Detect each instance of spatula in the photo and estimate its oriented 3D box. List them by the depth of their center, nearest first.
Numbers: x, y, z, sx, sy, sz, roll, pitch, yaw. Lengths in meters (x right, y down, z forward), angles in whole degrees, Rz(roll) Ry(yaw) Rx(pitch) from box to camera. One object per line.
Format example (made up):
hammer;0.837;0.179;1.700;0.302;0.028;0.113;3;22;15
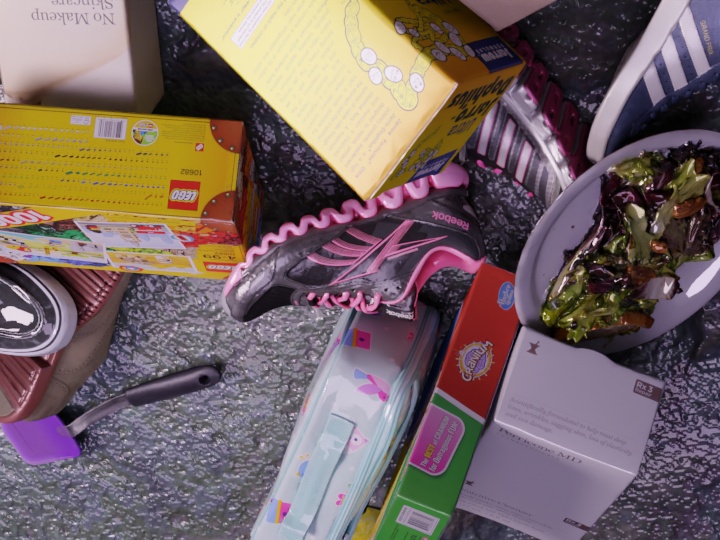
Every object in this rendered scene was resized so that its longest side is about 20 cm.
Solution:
spatula;-0.197;0.109;1.800;0.200;0.021;0.057;-21;120;19

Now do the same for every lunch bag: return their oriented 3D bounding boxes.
lunch bag;-0.010;0.121;1.690;0.077;0.160;0.200;22;119;-1

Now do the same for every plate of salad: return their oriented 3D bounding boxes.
plate of salad;0.200;-0.011;1.590;0.200;0.048;0.200;-16;135;-17

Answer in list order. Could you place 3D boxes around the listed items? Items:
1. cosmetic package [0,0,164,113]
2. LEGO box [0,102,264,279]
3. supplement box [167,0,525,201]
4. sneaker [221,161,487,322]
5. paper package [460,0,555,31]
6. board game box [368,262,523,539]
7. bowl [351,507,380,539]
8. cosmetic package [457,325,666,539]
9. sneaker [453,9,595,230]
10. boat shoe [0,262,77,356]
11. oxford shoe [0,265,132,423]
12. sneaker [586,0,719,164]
cosmetic package;-0.204;-0.203;1.604;0.103;0.073;0.201;1;117;12
LEGO box;-0.176;-0.055;1.624;0.199;0.149;0.077;4;74;5
supplement box;-0.009;-0.160;1.529;0.200;0.109;0.110;45;120;12
sneaker;0.000;0.000;1.622;0.200;0.079;0.096;-25;77;-3
paper package;0.102;-0.267;1.440;0.190;0.104;0.200;-28;146;24
board game box;0.059;0.115;1.624;0.040;0.200;0.153;22;147;0
bowl;-0.016;0.298;1.818;0.199;0.108;0.201;5;119;9
cosmetic package;0.136;0.125;1.654;0.113;0.081;0.200;20;157;1
sneaker;0.102;-0.094;1.604;0.087;0.074;0.200;-27;108;27
boat shoe;-0.308;0.011;1.710;0.199;0.068;0.074;26;100;20
oxford shoe;-0.217;0.031;1.748;0.070;0.075;0.200;46;109;28
sneaker;0.226;-0.142;1.549;0.084;0.075;0.200;29;120;0
